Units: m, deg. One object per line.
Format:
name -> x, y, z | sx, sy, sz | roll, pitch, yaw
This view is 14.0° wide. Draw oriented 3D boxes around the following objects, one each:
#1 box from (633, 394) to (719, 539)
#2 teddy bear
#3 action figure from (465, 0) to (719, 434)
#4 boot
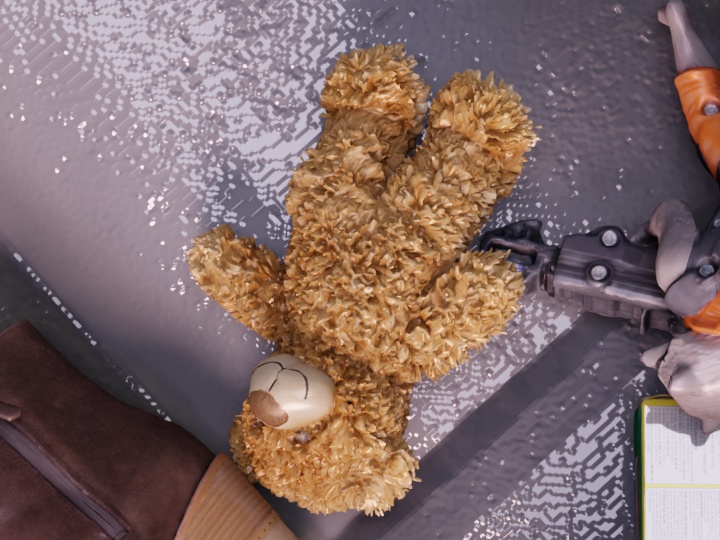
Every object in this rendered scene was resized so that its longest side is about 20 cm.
box -> 0.215, 0.111, 1.224 | 0.200, 0.048, 0.118 | 1, 80, 2
teddy bear -> 0.000, 0.000, 1.219 | 0.145, 0.067, 0.200 | 36, 89, 17
action figure -> 0.142, -0.030, 1.214 | 0.200, 0.105, 0.194 | 6, 69, 9
boot -> -0.135, 0.132, 1.191 | 0.166, 0.072, 0.200 | 36, 59, 7
